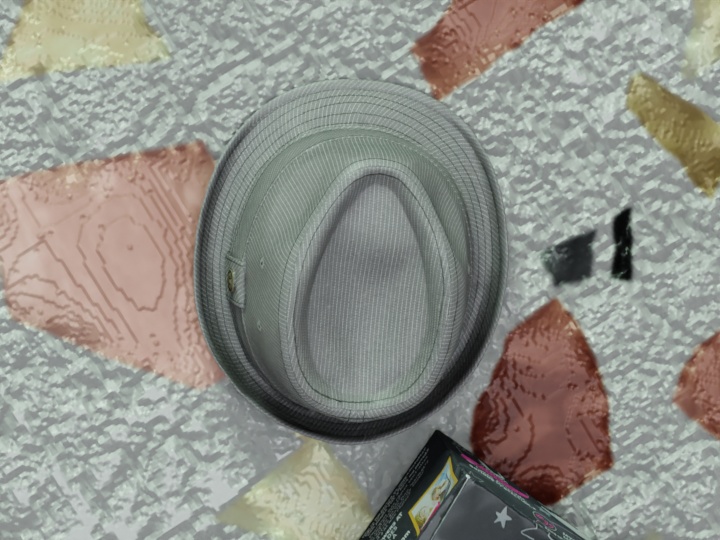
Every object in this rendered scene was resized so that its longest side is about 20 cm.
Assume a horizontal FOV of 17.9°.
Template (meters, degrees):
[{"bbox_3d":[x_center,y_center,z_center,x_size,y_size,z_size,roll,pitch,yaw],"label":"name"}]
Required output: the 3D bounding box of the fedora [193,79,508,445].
[{"bbox_3d":[0.000,0.000,1.226,0.175,0.090,0.202,10,96,-10],"label":"fedora"}]

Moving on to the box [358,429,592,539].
[{"bbox_3d":[0.090,0.205,1.257,0.199,0.115,0.133,36,93,-10],"label":"box"}]
